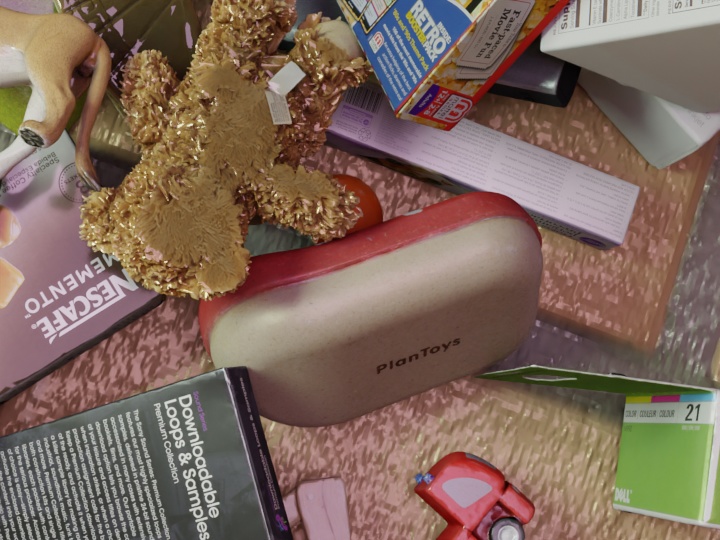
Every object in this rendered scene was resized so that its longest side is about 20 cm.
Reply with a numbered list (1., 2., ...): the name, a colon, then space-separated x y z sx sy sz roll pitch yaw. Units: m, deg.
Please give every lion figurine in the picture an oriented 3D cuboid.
1. lion figurine: -0.196 -0.118 0.728 0.199 0.073 0.123 25 55 7

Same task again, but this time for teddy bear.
1. teddy bear: -0.066 -0.070 0.738 0.144 0.067 0.201 14 67 -14

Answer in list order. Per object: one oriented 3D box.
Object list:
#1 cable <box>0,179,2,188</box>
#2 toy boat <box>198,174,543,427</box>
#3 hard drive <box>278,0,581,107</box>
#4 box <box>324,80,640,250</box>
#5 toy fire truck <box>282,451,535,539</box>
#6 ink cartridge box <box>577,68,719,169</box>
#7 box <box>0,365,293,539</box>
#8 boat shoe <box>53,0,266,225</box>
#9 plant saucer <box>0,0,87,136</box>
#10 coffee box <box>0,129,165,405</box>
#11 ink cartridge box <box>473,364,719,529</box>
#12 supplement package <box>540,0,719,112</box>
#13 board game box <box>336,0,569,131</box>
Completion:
1. cable: -0.265 0.012 0.718 0.097 0.050 0.201 24 67 14
2. toy boat: 0.000 0.000 0.805 0.199 0.131 0.131 -19 56 -11
3. hard drive: 0.047 -0.181 0.816 0.199 0.033 0.141 15 80 26
4. box: 0.071 -0.066 0.851 0.199 0.039 0.042 20 82 -6
5. toy fire truck: -0.009 0.169 0.805 0.141 0.049 0.200 41 79 -2
6. ink cartridge box: 0.217 -0.187 0.866 0.200 0.083 0.145 -44 91 -10
7. box: -0.134 0.147 0.751 0.199 0.036 0.144 -18 85 19
8. boat shoe: -0.116 -0.110 0.797 0.074 0.066 0.201 -36 103 -18
9. plant saucer: -0.203 -0.209 0.820 0.200 0.048 0.200 38 79 -3
10. coffee box: -0.221 0.022 0.773 0.199 0.080 0.115 -32 89 -11
11. ink cartridge box: 0.171 0.105 0.792 0.198 0.148 0.076 9 83 -7
12. supplement package: 0.217 -0.176 0.697 0.151 0.199 0.152 11 82 -42
13. board game box: 0.064 -0.197 0.718 0.046 0.200 0.152 9 45 -43
